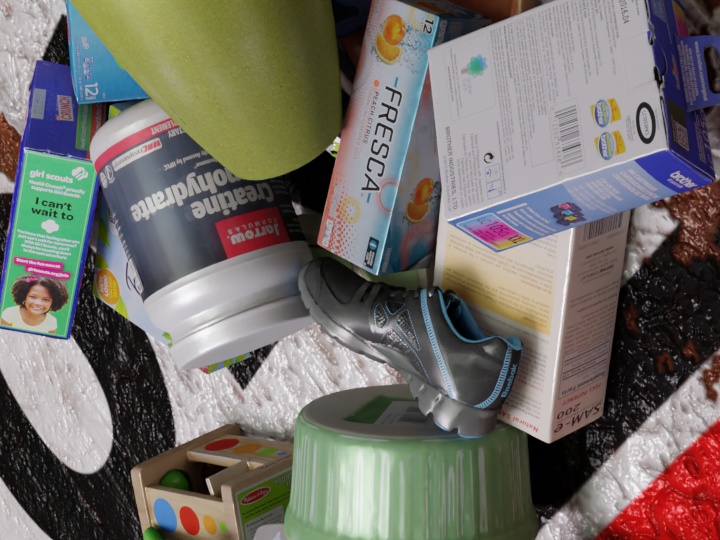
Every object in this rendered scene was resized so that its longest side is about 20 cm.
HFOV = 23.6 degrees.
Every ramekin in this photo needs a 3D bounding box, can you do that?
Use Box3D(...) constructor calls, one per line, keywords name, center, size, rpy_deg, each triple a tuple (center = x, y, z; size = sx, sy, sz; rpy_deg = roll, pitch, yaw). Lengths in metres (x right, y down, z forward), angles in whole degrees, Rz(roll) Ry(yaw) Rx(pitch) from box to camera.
Box3D(name="ramekin", center=(0.039, 0.154, 1.336), size=(0.200, 0.200, 0.098), rpy_deg=(9, 103, 43))

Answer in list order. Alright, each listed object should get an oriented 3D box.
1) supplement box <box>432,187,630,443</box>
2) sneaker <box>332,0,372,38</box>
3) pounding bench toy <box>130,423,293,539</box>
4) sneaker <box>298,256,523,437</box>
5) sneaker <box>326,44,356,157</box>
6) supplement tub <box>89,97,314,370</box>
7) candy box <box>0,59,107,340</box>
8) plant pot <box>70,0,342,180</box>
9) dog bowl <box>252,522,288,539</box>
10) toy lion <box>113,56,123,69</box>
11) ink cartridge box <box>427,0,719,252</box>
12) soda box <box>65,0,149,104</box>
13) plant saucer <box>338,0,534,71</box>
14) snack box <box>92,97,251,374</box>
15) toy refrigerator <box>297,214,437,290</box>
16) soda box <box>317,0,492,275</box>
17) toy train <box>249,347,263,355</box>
Box3D(name="supplement box", center=(0.123, 0.009, 1.278), size=(0.126, 0.073, 0.201), rpy_deg=(25, 121, 37))
Box3D(name="sneaker", center=(-0.002, -0.245, 1.258), size=(0.074, 0.082, 0.200), rpy_deg=(53, 137, 16))
Box3D(name="pounding bench toy", center=(-0.139, 0.232, 1.538), size=(0.156, 0.200, 0.125), rpy_deg=(4, 108, 44))
Box3D(name="sneaker", center=(0.039, 0.038, 1.283), size=(0.200, 0.073, 0.082), rpy_deg=(36, 111, 27))
Box3D(name="sneaker", center=(-0.033, -0.119, 1.361), size=(0.200, 0.083, 0.072), rpy_deg=(55, 167, 10))
Box3D(name="supplement tub", center=(-0.121, -0.036, 1.369), size=(0.140, 0.140, 0.201), rpy_deg=(-28, 80, 47))
Box3D(name="candy box", center=(-0.286, -0.067, 1.605), size=(0.169, 0.077, 0.200), rpy_deg=(-97, 18, -55))
Box3D(name="plant pot", center=(-0.094, -0.171, 1.235), size=(0.187, 0.187, 0.200), rpy_deg=(9, 134, 43))
Box3D(name="dog bowl", center=(-0.004, 0.254, 1.427), size=(0.200, 0.200, 0.059), rpy_deg=(-10, 65, 47))
Box3D(name="toy lion", center=(-0.178, -0.242, 1.409), size=(0.192, 0.068, 0.200), rpy_deg=(81, -172, -52))
Box3D(name="ink cartridge box", center=(0.151, -0.108, 1.145), size=(0.200, 0.076, 0.137), rpy_deg=(-19, 65, 32))
Box3D(name="soda box", center=(-0.228, -0.253, 1.526), size=(0.064, 0.068, 0.201), rpy_deg=(-124, 30, -67))
Box3D(name="plant saucer", center=(0.052, -0.216, 1.296), size=(0.200, 0.032, 0.201), rpy_deg=(18, 116, 40))
Box3D(name="snack box", center=(-0.160, -0.034, 1.555), size=(0.168, 0.068, 0.201), rpy_deg=(32, 124, 33))
Box3D(name="toy refrigerator", center=(0.000, 0.000, 1.404), size=(0.200, 0.070, 0.076), rpy_deg=(4, 108, 44))
Box3D(name="soda box", center=(0.031, -0.101, 1.268), size=(0.068, 0.063, 0.201), rpy_deg=(28, 114, 36))
Box3D(name="toy train", center=(-0.135, -0.017, 1.466), size=(0.046, 0.034, 0.200), rpy_deg=(-28, 86, 47))
